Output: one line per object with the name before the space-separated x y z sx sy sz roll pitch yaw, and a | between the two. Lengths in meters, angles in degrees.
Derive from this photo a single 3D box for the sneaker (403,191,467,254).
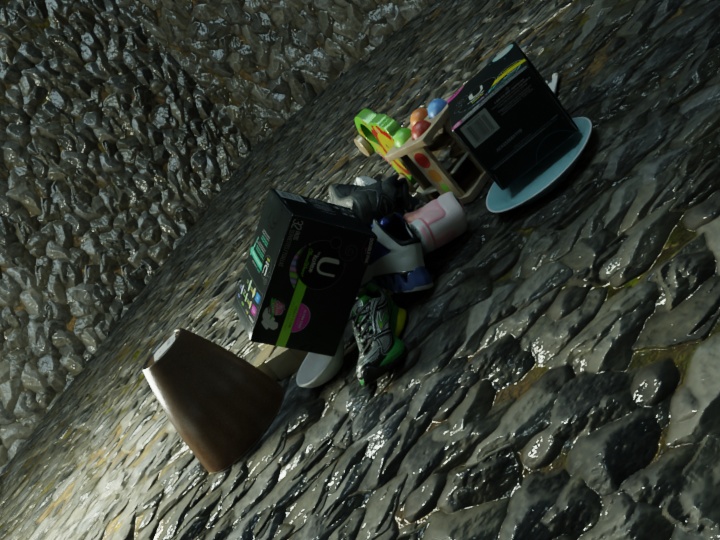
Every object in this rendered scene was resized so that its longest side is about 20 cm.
sneaker | 0.117 -0.074 1.501 0.104 0.076 0.200 -32 7 -10

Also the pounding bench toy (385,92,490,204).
pounding bench toy | 0.125 -0.203 1.628 0.125 0.156 0.199 -52 18 -25

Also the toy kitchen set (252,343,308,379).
toy kitchen set | -0.142 0.060 1.607 0.199 0.181 0.164 -32 19 38

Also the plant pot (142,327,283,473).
plant pot | -0.260 0.197 1.529 0.186 0.200 0.188 -39 17 14

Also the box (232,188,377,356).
box | -0.088 0.003 1.382 0.124 0.146 0.204 47 121 59

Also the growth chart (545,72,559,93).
growth chart | 0.286 -0.289 1.688 0.199 0.018 0.146 -30 23 42

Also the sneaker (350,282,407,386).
sneaker | 0.013 0.092 1.323 0.078 0.085 0.201 -38 18 20

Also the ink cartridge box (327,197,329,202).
ink cartridge box | -0.043 -0.082 1.664 0.200 0.039 0.101 -168 98 -78

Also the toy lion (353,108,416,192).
toy lion | 0.060 -0.246 1.789 0.069 0.200 0.192 -43 -21 -6

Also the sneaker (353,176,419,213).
sneaker | 0.053 -0.127 1.668 0.127 0.081 0.199 -6 -10 -11

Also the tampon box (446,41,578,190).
tampon box | 0.231 -0.246 1.440 0.149 0.126 0.201 -39 17 17

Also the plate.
plate | 0.273 -0.153 1.385 0.199 0.026 0.201 -41 16 15

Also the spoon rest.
spoon rest | -0.039 0.104 1.463 0.201 0.061 0.099 -53 18 -27

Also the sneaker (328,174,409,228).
sneaker | 0.014 -0.113 1.518 0.112 0.078 0.199 -14 11 -18

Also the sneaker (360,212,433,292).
sneaker | 0.032 -0.031 1.439 0.197 0.118 0.080 2 9 45
